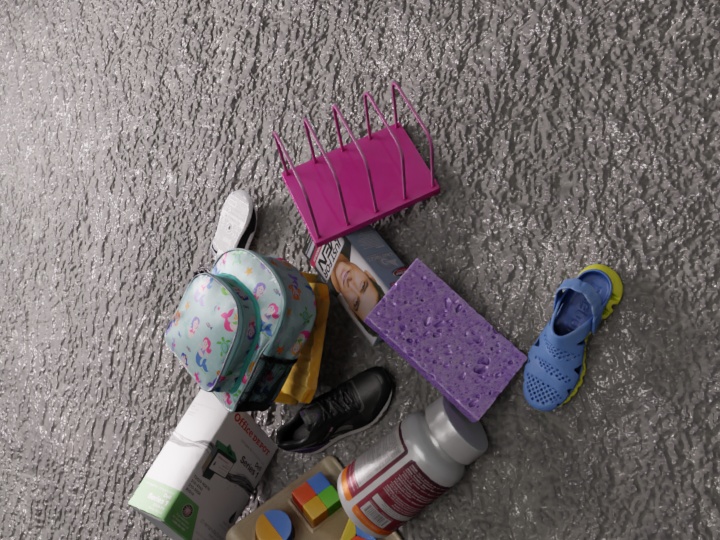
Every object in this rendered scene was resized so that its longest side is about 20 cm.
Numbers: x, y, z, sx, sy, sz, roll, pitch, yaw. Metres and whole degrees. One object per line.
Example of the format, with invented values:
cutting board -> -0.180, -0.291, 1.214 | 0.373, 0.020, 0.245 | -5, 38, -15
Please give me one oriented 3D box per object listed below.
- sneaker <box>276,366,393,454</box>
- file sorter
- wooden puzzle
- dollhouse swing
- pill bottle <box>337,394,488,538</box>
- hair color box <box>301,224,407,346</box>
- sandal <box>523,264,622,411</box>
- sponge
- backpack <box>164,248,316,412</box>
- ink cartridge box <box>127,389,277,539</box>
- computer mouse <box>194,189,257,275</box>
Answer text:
sneaker -> -0.040, 0.212, 1.158 | 0.200, 0.087, 0.076 | -41, 63, 21
file sorter -> -0.007, -0.157, 1.115 | 0.198, 0.126, 0.140 | -24, 60, -7
wooden puzzle -> -0.067, 0.381, 1.115 | 0.199, 0.047, 0.185 | -34, 59, -20
dollhouse swing -> -0.146, 0.094, 1.180 | 0.179, 0.176, 0.203 | 9, 87, -3
pill bottle -> 0.070, 0.262, 1.067 | 0.200, 0.109, 0.110 | -43, 63, 20
hair color box -> 0.000, 0.000, 1.162 | 0.200, 0.060, 0.100 | 51, 136, 27
sandal -> 0.255, 0.082, 0.991 | 0.079, 0.087, 0.202 | 24, 98, 31
sponge -> 0.112, 0.091, 1.044 | 0.200, 0.030, 0.112 | 42, 73, 7
backpack -> -0.162, 0.072, 1.090 | 0.177, 0.150, 0.201 | 41, 102, 36
ink cartridge box -> -0.229, 0.304, 1.185 | 0.084, 0.147, 0.201 | 8, 55, 35
computer mouse -> -0.217, -0.038, 1.341 | 0.109, 0.044, 0.202 | 34, 107, 37
